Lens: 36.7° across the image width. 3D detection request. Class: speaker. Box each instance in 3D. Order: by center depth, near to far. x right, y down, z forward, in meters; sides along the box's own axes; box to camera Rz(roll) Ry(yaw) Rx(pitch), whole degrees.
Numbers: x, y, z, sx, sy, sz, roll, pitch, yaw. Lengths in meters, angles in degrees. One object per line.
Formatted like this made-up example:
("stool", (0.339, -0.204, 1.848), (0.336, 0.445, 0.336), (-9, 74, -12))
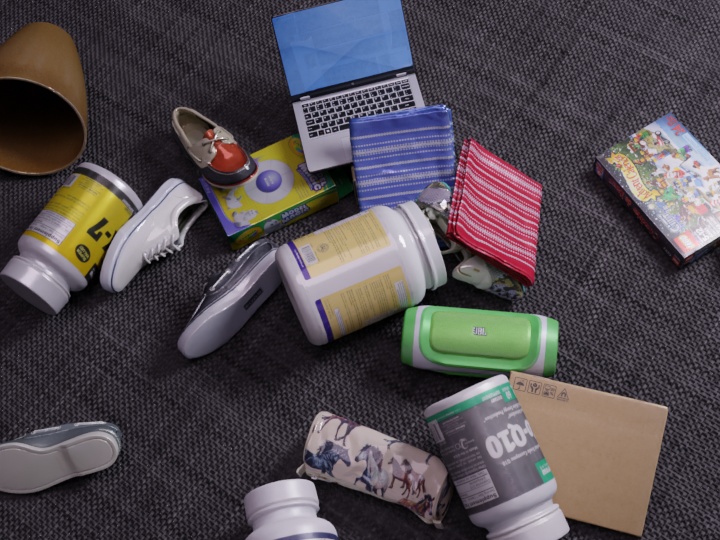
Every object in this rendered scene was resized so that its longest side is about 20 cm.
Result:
("speaker", (0.156, 0.094, 1.424), (0.199, 0.088, 0.089), (4, 63, 8))

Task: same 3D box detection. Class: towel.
("towel", (0.188, -0.082, 1.482), (0.144, 0.022, 0.200), (30, 46, -18))
("towel", (0.066, -0.123, 1.511), (0.144, 0.024, 0.200), (-8, 103, 1))

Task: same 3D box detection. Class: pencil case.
("pencil case", (0.024, 0.251, 1.359), (0.200, 0.078, 0.090), (19, 76, 15))

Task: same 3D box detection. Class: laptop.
("laptop", (-0.010, -0.267, 1.527), (0.187, 0.116, 0.200), (-14, 63, 0))

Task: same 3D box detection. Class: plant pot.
("plant pot", (-0.492, -0.280, 1.640), (0.186, 0.187, 0.200), (-3, 49, 4))

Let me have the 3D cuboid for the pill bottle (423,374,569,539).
("pill bottle", (0.165, 0.236, 1.300), (0.113, 0.113, 0.200), (-23, 81, -7))

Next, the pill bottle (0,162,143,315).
("pill bottle", (-0.408, -0.044, 1.531), (0.114, 0.114, 0.200), (26, 68, 17))

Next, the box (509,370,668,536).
("box", (0.267, 0.227, 1.352), (0.200, 0.021, 0.164), (13, 85, 10))

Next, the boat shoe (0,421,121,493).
("boat shoe", (-0.408, 0.241, 1.426), (0.200, 0.073, 0.062), (-12, 19, 7))

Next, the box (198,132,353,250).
("box", (-0.121, -0.123, 1.584), (0.200, 0.048, 0.117), (-25, 62, -9))

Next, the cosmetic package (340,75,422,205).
("cosmetic package", (0.029, -0.204, 1.597), (0.103, 0.073, 0.200), (-9, 63, 1))

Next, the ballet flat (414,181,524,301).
("ballet flat", (0.139, -0.027, 1.475), (0.072, 0.072, 0.200), (-36, 86, -13))

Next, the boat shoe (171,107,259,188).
("boat shoe", (-0.215, -0.180, 1.573), (0.071, 0.063, 0.200), (-32, 41, -18))

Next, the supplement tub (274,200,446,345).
("supplement tub", (0.000, 0.000, 1.452), (0.200, 0.145, 0.146), (-22, 63, -7))

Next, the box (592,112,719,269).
("box", (0.445, -0.115, 1.531), (0.136, 0.038, 0.200), (-30, 64, -10))

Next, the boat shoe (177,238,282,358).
("boat shoe", (-0.185, 0.034, 1.494), (0.068, 0.072, 0.200), (36, 76, 30))

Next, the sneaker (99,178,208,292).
("sneaker", (-0.292, -0.047, 1.545), (0.071, 0.073, 0.200), (24, 67, 20))

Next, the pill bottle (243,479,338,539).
("pill bottle", (-0.078, 0.359, 1.288), (0.119, 0.120, 0.200), (-14, 62, -2))
